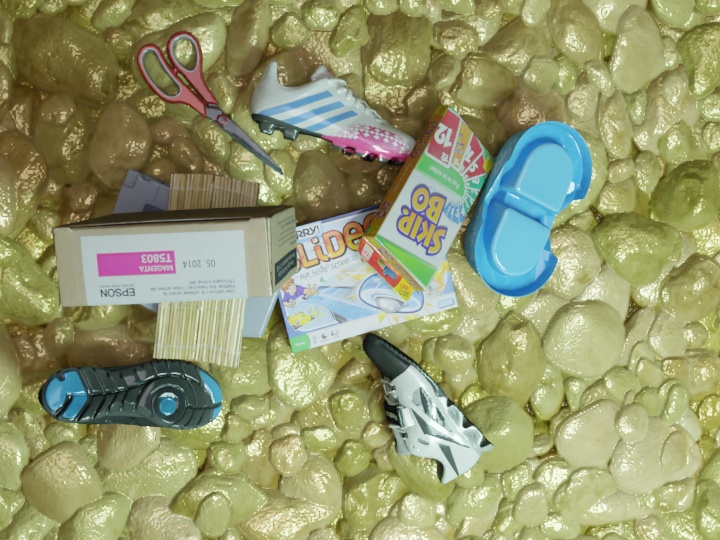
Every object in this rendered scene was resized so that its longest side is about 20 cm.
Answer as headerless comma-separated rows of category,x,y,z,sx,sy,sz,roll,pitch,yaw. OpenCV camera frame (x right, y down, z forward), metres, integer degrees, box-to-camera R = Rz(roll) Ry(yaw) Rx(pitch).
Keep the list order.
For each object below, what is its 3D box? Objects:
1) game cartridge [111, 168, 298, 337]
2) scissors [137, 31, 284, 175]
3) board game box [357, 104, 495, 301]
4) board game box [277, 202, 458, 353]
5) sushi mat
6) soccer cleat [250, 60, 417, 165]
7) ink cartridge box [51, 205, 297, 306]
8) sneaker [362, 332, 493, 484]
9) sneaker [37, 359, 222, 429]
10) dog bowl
game cartridge,-0.180,-0.010,0.977,0.197,0.041,0.135,23,94,0
scissors,-0.167,-0.171,0.997,0.073,0.014,0.201,-35,100,-7
board game box,0.074,-0.073,0.984,0.095,0.030,0.202,43,68,-32
board game box,0.000,0.000,1.022,0.197,0.034,0.138,-16,96,-6
sushi mat,-0.163,0.000,0.954,0.094,0.012,0.204,8,98,4
soccer cleat,-0.021,-0.174,0.987,0.197,0.070,0.088,14,93,-9
ink cartridge box,-0.167,-0.018,0.862,0.196,0.165,0.076,-2,98,5
sneaker,0.058,0.162,1.026,0.088,0.074,0.200,-43,99,-5
sneaker,-0.249,0.133,0.984,0.197,0.082,0.075,9,78,-28
dog bowl,0.186,-0.071,1.028,0.110,0.049,0.203,22,92,-23
